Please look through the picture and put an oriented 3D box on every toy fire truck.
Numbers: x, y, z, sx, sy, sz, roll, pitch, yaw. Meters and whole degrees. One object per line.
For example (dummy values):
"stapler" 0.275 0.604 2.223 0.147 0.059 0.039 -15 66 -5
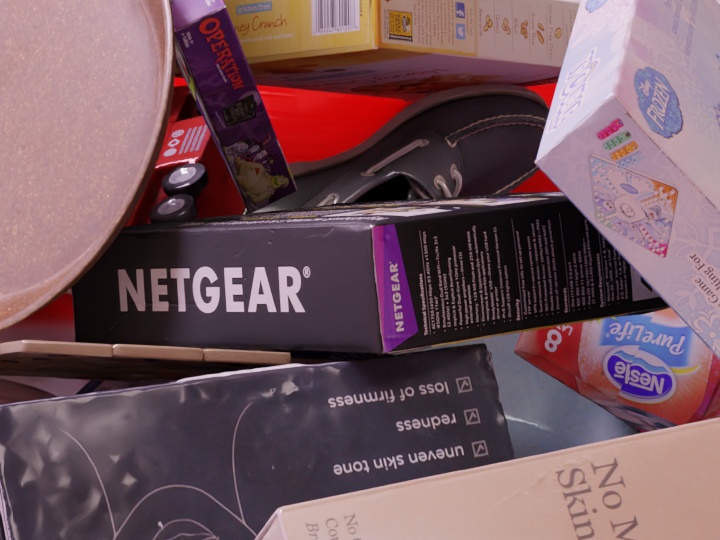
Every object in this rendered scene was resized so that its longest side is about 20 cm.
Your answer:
"toy fire truck" -0.126 -0.009 1.195 0.140 0.049 0.200 -10 32 18

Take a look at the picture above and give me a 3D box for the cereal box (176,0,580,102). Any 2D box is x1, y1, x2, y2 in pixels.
"cereal box" 0.015 -0.109 1.295 0.143 0.040 0.199 -4 -3 40

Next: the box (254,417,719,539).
"box" 0.068 0.113 0.901 0.199 0.078 0.095 -11 70 -20

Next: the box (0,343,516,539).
"box" -0.037 0.147 0.969 0.199 0.124 0.198 -6 69 -23

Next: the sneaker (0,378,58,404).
"sneaker" -0.206 0.102 1.051 0.199 0.073 0.112 -1 46 14

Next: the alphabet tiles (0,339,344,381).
"alphabet tiles" -0.107 0.035 1.037 0.165 0.200 0.006 3 85 -22

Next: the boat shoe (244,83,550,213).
"boat shoe" 0.018 -0.029 1.284 0.199 0.073 0.062 -21 41 -25

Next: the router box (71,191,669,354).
"router box" 0.000 0.000 1.065 0.148 0.051 0.199 -7 4 -39

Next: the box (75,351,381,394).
"box" -0.081 0.087 1.116 0.121 0.033 0.200 19 44 32

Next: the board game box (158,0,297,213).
"board game box" -0.085 -0.132 1.172 0.032 0.120 0.201 -27 51 0

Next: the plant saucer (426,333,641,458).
"plant saucer" 0.064 0.097 1.177 0.200 0.039 0.202 8 40 -6

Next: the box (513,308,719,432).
"box" 0.165 0.004 1.220 0.094 0.103 0.200 31 21 22

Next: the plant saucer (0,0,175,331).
"plant saucer" -0.147 -0.064 1.094 0.201 0.201 0.037 48 13 34

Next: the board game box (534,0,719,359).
"board game box" 0.156 -0.019 1.033 0.199 0.043 0.200 47 23 -11
